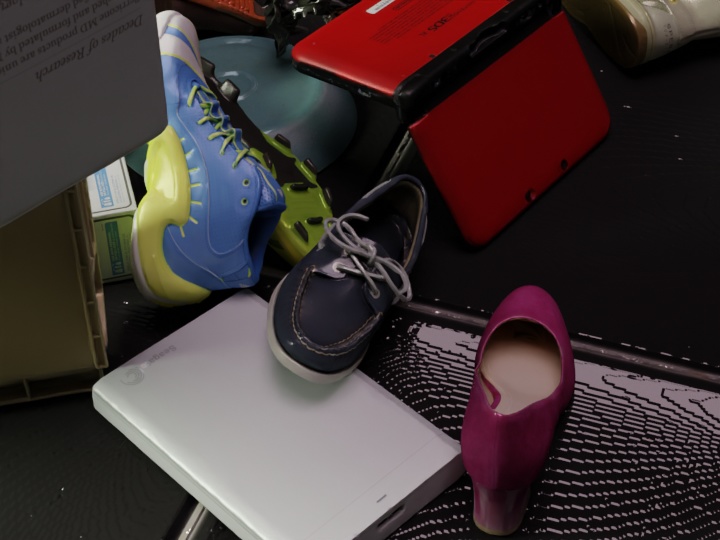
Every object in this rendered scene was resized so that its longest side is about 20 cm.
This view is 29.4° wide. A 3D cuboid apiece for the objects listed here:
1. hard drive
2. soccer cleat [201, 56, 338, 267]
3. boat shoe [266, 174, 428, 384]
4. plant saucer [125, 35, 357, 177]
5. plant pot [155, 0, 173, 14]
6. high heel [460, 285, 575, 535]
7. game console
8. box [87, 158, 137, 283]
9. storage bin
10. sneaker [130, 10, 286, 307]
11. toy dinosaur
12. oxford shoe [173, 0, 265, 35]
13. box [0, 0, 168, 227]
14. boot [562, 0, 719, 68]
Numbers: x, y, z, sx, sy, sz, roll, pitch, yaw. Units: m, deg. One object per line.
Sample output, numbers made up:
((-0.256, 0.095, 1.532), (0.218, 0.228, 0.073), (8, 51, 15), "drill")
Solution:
((-0.052, 0.097, 0.839), (0.132, 0.026, 0.200), (-33, 51, -32), "hard drive")
((-0.090, -0.067, 0.994), (0.200, 0.084, 0.065), (49, 32, 16), "soccer cleat")
((0.000, 0.000, 0.891), (0.075, 0.062, 0.200), (38, 34, 1), "boat shoe")
((-0.101, -0.135, 1.095), (0.198, 0.036, 0.201), (0, 41, 0), "plant saucer")
((-0.199, -0.191, 1.030), (0.092, 0.202, 0.202), (4, 41, 10), "plant pot")
((0.095, 0.055, 0.830), (0.067, 0.096, 0.201), (11, 43, 13), "high heel")
((0.073, -0.137, 1.042), (0.172, 0.119, 0.200), (24, 46, 31), "game console")
((-0.259, -0.036, 0.964), (0.198, 0.060, 0.117), (-10, 42, -11), "box")
((-0.261, -0.010, 0.830), (0.198, 0.200, 0.094), (-8, 41, -9), "storage bin")
((-0.097, -0.076, 0.926), (0.104, 0.202, 0.076), (0, -3, 12), "sneaker")
((-0.018, -0.247, 1.086), (0.135, 0.200, 0.103), (-13, 56, 3), "toy dinosaur")
((-0.180, -0.228, 1.186), (0.199, 0.073, 0.071), (13, 27, -12), "oxford shoe")
((-0.237, -0.137, 0.696), (0.199, 0.172, 0.200), (34, 54, 30), "box")
((0.262, -0.261, 1.209), (0.154, 0.072, 0.201), (-13, 48, -13), "boot")
